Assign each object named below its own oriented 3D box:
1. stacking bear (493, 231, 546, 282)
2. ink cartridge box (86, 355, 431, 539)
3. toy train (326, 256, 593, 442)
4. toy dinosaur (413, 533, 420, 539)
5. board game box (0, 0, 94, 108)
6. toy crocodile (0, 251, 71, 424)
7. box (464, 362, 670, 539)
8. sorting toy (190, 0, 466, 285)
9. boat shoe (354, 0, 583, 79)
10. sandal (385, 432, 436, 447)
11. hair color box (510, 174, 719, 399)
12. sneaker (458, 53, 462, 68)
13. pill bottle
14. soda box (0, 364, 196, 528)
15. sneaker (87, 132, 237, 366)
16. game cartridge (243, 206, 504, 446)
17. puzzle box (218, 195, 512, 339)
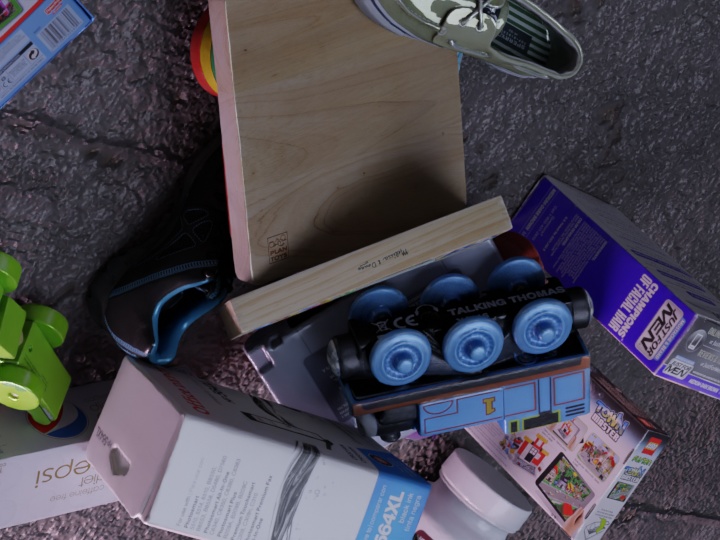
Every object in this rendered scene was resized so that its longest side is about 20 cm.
[{"bbox_3d":[0.038,0.050,1.789,0.199,0.114,0.122,-17,113,-15],"label":"stacking bear"},{"bbox_3d":[-0.073,0.141,1.610,0.199,0.146,0.085,20,96,-27],"label":"ink cartridge box"},{"bbox_3d":[0.074,0.065,1.664,0.199,0.087,0.115,-12,124,-11],"label":"toy train"},{"bbox_3d":[-0.035,0.193,1.821,0.135,0.102,0.200,-25,109,34],"label":"toy dinosaur"},{"bbox_3d":[-0.271,-0.165,1.391,0.151,0.037,0.200,-44,141,-3],"label":"board game box"},{"bbox_3d":[-0.251,0.041,1.567,0.200,0.061,0.068,60,39,-54],"label":"toy crocodile"},{"bbox_3d":[0.151,0.118,1.870,0.035,0.200,0.110,19,110,-47],"label":"box"},{"bbox_3d":[-0.027,-0.116,1.576,0.199,0.069,0.200,-20,114,-37],"label":"sorting toy"},{"bbox_3d":[0.075,-0.181,1.560,0.199,0.062,0.072,18,89,-42],"label":"boat shoe"},{"bbox_3d":[0.044,0.115,1.869,0.202,0.083,0.050,-26,124,-2],"label":"sandal"},{"bbox_3d":[0.218,0.013,1.839,0.109,0.200,0.065,20,108,-48],"label":"hair color box"},{"bbox_3d":[0.049,-0.104,1.686,0.074,0.082,0.201,-13,131,-35],"label":"sneaker"},{"bbox_3d":[0.054,0.257,1.972,0.200,0.113,0.113,-52,140,9],"label":"pill bottle"},{"bbox_3d":[-0.200,0.129,1.682,0.199,0.064,0.068,-10,129,-34],"label":"soda box"},{"bbox_3d":[-0.103,-0.019,1.626,0.200,0.082,0.073,-51,137,4],"label":"sneaker"},{"bbox_3d":[0.028,0.055,1.711,0.199,0.042,0.134,-31,124,0],"label":"game cartridge"},{"bbox_3d":[0.000,0.000,1.588,0.199,0.026,0.133,-21,179,-7],"label":"puzzle box"}]
